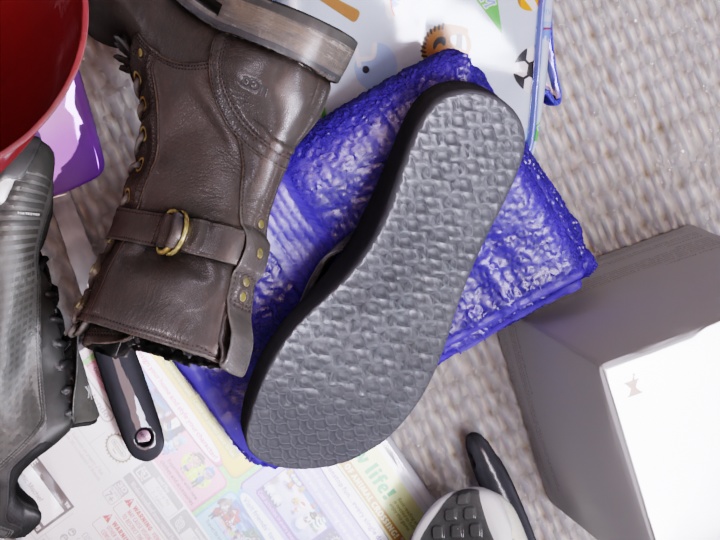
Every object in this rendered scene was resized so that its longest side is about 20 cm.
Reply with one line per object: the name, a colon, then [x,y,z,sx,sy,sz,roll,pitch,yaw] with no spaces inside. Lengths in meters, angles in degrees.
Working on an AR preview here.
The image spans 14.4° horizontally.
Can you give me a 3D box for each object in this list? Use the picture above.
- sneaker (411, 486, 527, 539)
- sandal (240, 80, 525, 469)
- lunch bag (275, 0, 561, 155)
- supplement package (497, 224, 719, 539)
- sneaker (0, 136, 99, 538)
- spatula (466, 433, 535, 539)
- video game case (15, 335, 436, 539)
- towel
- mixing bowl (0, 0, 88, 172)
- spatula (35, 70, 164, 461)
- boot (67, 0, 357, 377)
sneaker: [0.070,0.199,1.434,0.075,0.081,0.201,1,108,29]
sandal: [0.012,0.005,1.320,0.076,0.043,0.201,29,96,-25]
lunch bag: [0.022,-0.133,1.386,0.160,0.076,0.201,3,97,-15]
supplement package: [0.156,0.063,1.379,0.121,0.200,0.120,-19,102,-9]
sneaker: [-0.163,0.038,1.359,0.090,0.066,0.201,16,92,-8]
spatula: [0.106,0.169,1.461,0.021,0.057,0.200,-34,100,-10]
video game case: [-0.077,0.109,1.426,0.182,0.022,0.200,-36,103,-5]
towel: [0.000,0.000,1.356,0.200,0.050,0.148,-32,119,7]
mixing bowl: [-0.227,-0.094,1.298,0.199,0.109,0.201,5,60,-8]
spatula: [-0.135,-0.002,1.385,0.056,0.021,0.201,-18,86,-8]
boot: [-0.095,-0.046,1.306,0.069,0.200,0.175,24,86,-41]
